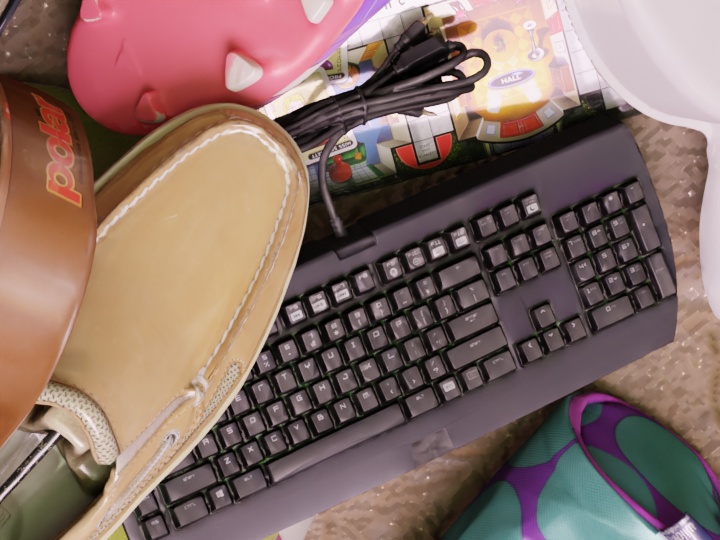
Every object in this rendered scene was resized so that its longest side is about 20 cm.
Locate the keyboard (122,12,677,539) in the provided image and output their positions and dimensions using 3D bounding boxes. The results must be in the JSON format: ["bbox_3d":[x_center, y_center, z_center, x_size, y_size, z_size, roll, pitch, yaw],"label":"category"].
[{"bbox_3d":[0.000,0.000,0.922,0.199,0.021,0.128,-25,95,-17],"label":"keyboard"}]

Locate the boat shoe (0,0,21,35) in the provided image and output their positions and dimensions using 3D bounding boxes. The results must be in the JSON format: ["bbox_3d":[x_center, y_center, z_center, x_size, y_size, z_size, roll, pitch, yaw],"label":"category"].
[{"bbox_3d":[-0.135,-0.049,0.888,0.062,0.075,0.201,26,98,3],"label":"boat shoe"}]

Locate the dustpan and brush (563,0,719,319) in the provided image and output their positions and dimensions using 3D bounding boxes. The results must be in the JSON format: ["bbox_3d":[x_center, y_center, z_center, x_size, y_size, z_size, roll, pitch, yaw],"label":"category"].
[{"bbox_3d":[0.119,-0.068,0.920,0.139,0.057,0.201,-20,116,-24],"label":"dustpan and brush"}]

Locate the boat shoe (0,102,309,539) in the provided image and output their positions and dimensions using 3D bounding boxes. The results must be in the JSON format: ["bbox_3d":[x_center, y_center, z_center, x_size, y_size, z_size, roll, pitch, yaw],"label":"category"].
[{"bbox_3d":[-0.077,0.039,0.851,0.071,0.076,0.201,33,84,-5],"label":"boat shoe"}]

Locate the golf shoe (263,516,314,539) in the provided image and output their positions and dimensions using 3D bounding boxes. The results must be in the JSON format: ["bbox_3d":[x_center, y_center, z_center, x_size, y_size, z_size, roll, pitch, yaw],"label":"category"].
[{"bbox_3d":[-0.057,0.111,1.004,0.088,0.077,0.201,26,100,-47],"label":"golf shoe"}]

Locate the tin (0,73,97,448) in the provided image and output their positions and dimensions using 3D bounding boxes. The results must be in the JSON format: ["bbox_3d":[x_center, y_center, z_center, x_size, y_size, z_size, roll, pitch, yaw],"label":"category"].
[{"bbox_3d":[-0.137,0.029,0.824,0.042,0.112,0.200,19,127,-34],"label":"tin"}]

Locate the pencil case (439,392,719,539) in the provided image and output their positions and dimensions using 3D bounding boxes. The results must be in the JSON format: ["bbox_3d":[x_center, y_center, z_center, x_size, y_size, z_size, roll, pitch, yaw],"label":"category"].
[{"bbox_3d":[0.044,0.140,1.007,0.092,0.085,0.200,40,104,-4],"label":"pencil case"}]

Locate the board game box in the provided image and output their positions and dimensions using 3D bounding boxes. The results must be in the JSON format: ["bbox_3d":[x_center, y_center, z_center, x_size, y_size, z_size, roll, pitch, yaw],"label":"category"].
[{"bbox_3d":[0.042,-0.089,0.951,0.199,0.023,0.105,-16,110,2],"label":"board game box"}]

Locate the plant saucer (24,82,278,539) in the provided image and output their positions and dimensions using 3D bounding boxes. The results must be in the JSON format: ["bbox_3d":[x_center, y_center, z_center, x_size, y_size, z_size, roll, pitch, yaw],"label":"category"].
[{"bbox_3d":[-0.117,0.041,0.942,0.198,0.031,0.202,0,91,7],"label":"plant saucer"}]

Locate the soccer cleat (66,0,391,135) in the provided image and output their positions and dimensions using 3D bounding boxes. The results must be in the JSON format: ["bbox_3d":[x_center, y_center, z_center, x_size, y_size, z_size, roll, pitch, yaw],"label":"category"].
[{"bbox_3d":[-0.002,-0.103,0.900,0.200,0.076,0.067,-36,78,23],"label":"soccer cleat"}]
